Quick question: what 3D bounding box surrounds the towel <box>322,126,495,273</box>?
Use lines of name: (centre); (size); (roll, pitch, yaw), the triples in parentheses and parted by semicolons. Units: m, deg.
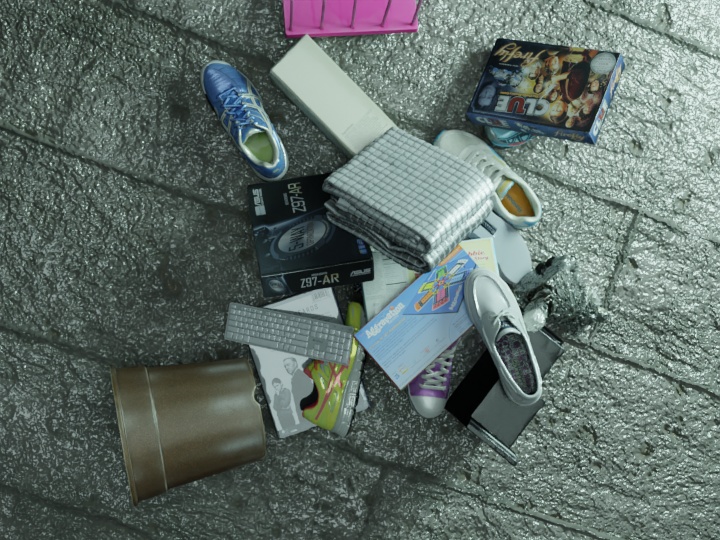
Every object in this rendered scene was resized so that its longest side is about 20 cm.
towel: (0.065, -0.096, 1.478); (0.199, 0.086, 0.165); (30, 54, 28)

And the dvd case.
dvd case: (-0.084, 0.137, 1.606); (0.149, 0.025, 0.202); (-18, 93, -5)

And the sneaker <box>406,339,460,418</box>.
sneaker: (0.112, 0.128, 1.583); (0.072, 0.114, 0.203); (3, 93, -8)

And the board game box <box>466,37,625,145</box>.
board game box: (0.270, -0.265, 1.553); (0.199, 0.035, 0.136); (14, 74, 31)

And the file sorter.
file sorter: (-0.013, -0.431, 1.527); (0.198, 0.125, 0.140); (-4, 79, -6)

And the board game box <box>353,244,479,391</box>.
board game box: (0.096, 0.065, 1.491); (0.200, 0.019, 0.103); (-41, 86, -7)

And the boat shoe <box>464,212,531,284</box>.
boat shoe: (0.182, -0.048, 1.607); (0.200, 0.070, 0.071); (40, 67, -30)

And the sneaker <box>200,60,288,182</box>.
sneaker: (-0.167, -0.224, 1.556); (0.075, 0.077, 0.201); (-35, 94, -2)

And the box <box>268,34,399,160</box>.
box: (-0.040, -0.248, 1.573); (0.082, 0.068, 0.200); (-44, 96, -4)

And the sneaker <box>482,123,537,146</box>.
sneaker: (0.280, -0.245, 1.595); (0.198, 0.096, 0.080); (-19, 94, -5)

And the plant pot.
plant pot: (-0.246, 0.215, 1.516); (0.196, 0.200, 0.202); (-11, 93, -13)

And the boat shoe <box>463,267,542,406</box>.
boat shoe: (0.196, 0.087, 1.444); (0.071, 0.069, 0.202); (-14, 78, -4)

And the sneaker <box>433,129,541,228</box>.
sneaker: (0.196, -0.143, 1.598); (0.200, 0.081, 0.077); (39, 89, -5)

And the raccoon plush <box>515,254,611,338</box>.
raccoon plush: (0.294, 0.073, 1.575); (0.134, 0.096, 0.200); (52, 46, -14)

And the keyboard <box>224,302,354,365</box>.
keyboard: (-0.106, 0.092, 1.551); (0.198, 0.011, 0.057); (11, 87, 18)

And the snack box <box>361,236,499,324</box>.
snack box: (0.101, 0.023, 1.527); (0.198, 0.037, 0.117); (-7, 80, -3)

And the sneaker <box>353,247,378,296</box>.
sneaker: (0.000, 0.000, 1.583); (0.198, 0.079, 0.090); (5, 89, -7)

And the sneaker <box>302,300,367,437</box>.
sneaker: (-0.038, 0.140, 1.563); (0.089, 0.078, 0.202); (12, 86, 4)

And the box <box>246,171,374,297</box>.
box: (-0.075, -0.056, 1.523); (0.159, 0.201, 0.044); (-8, 135, -5)

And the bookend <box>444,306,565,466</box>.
bookend: (0.230, 0.163, 1.554); (0.092, 0.199, 0.201); (38, 87, -4)
